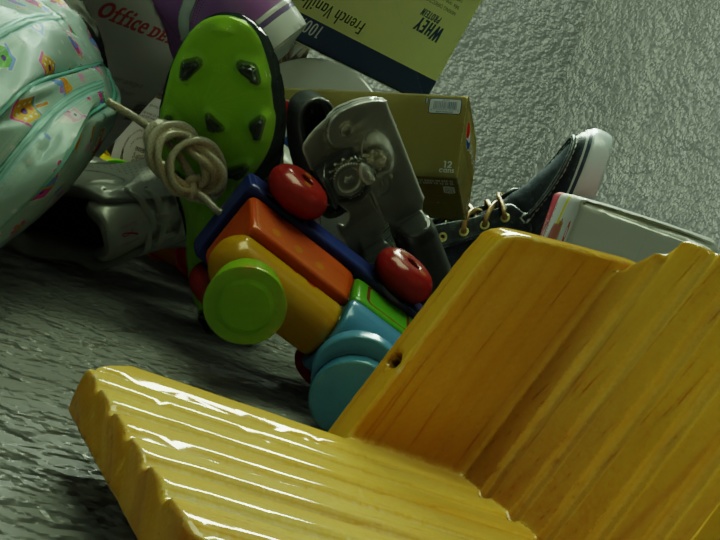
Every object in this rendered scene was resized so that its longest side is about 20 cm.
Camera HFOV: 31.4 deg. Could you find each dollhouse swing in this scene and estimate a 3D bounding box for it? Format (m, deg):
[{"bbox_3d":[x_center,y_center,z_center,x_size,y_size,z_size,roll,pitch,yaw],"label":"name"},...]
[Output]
[{"bbox_3d":[0.041,0.034,0.400,0.176,0.182,0.200,39,-3,-26],"label":"dollhouse swing"}]

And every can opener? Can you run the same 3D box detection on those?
[{"bbox_3d":[0.013,-0.017,0.728,0.067,0.053,0.200,42,-19,50],"label":"can opener"}]

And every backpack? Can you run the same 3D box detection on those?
[{"bbox_3d":[-0.202,-0.078,0.656,0.126,0.167,0.200,35,10,-9],"label":"backpack"}]

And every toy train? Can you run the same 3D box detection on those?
[{"bbox_3d":[-0.056,-0.004,0.617,0.200,0.085,0.116,38,16,-11],"label":"toy train"}]

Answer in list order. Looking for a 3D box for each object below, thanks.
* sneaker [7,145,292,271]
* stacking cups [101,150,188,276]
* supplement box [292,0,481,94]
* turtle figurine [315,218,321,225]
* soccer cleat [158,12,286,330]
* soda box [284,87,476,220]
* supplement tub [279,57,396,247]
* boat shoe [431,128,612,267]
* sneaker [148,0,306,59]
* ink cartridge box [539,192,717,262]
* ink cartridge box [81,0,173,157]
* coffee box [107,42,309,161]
[{"bbox_3d":[-0.129,-0.034,0.788,0.199,0.078,0.099,-9,23,-1],"label":"sneaker"},{"bbox_3d":[-0.149,-0.038,0.944,0.200,0.061,0.060,26,9,37],"label":"stacking cups"},{"bbox_3d":[-0.004,-0.269,0.977,0.200,0.200,0.134,18,16,-41],"label":"supplement box"},{"bbox_3d":[0.000,0.000,0.858,0.150,0.101,0.200,36,-18,-21],"label":"turtle figurine"},{"bbox_3d":[-0.071,-0.057,0.714,0.067,0.201,0.081,6,36,5],"label":"soccer cleat"},{"bbox_3d":[-0.024,-0.082,0.882,0.199,0.064,0.068,5,-22,12],"label":"soda box"},{"bbox_3d":[-0.024,-0.071,1.024,0.140,0.141,0.200,21,-11,16],"label":"supplement tub"},{"bbox_3d":[0.098,-0.029,0.934,0.091,0.201,0.071,29,20,-4],"label":"boat shoe"},{"bbox_3d":[-0.097,-0.161,0.774,0.114,0.073,0.200,48,-16,-6],"label":"sneaker"},{"bbox_3d":[0.142,0.031,0.792,0.083,0.146,0.200,19,6,3],"label":"ink cartridge box"},{"bbox_3d":[-0.212,-0.132,0.848,0.083,0.200,0.146,50,15,17],"label":"ink cartridge box"},{"bbox_3d":[-0.133,-0.121,1.056,0.080,0.201,0.113,27,8,35],"label":"coffee box"}]
